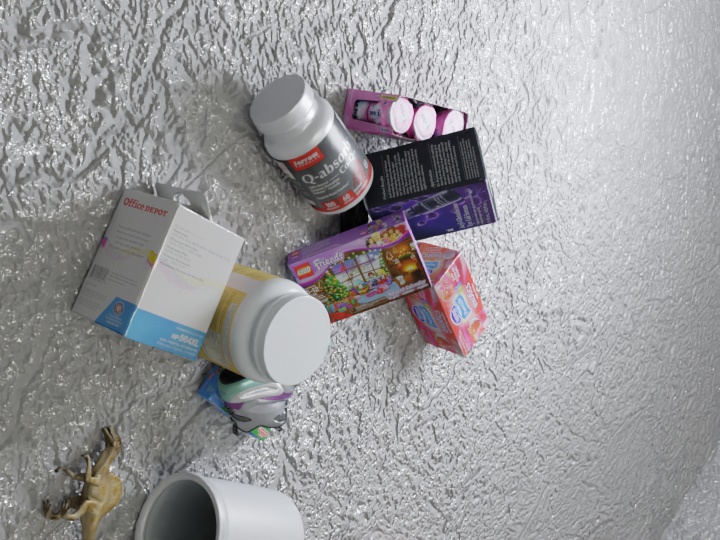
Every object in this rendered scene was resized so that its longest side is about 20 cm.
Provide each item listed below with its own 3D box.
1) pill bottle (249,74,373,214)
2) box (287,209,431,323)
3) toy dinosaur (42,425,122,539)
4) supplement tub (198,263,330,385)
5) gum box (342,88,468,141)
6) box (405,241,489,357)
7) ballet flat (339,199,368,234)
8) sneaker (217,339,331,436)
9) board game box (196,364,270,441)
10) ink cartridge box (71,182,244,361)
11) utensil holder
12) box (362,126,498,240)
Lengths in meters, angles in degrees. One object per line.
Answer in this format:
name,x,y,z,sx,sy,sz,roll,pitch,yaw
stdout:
pill bottle,-0.072,-0.185,1.272,0.116,0.115,0.200,-58,136,-18
box,0.000,0.000,1.372,0.199,0.039,0.137,-21,124,7
toy dinosaur,-0.365,0.313,1.147,0.101,0.058,0.202,10,95,-50
supplement tub,-0.154,0.072,1.198,0.145,0.199,0.147,-18,115,-43
gum box,0.073,-0.250,1.414,0.199,0.113,0.067,1,101,-48
box,0.155,0.055,1.615,0.095,0.102,0.201,-49,135,-25
ballet flat,-0.007,-0.041,1.430,0.057,0.066,0.202,-14,114,-56
sneaker,-0.123,0.184,1.315,0.199,0.078,0.141,-24,121,-30
board game box,-0.150,0.147,1.351,0.201,0.036,0.151,-59,137,-18
ink cartridge box,-0.255,-0.007,1.113,0.125,0.128,0.201,30,80,-49
utensil holder,-0.203,0.398,1.273,0.200,0.169,0.171,29,81,-50
box,0.111,-0.132,1.395,0.148,0.198,0.105,54,24,-61
